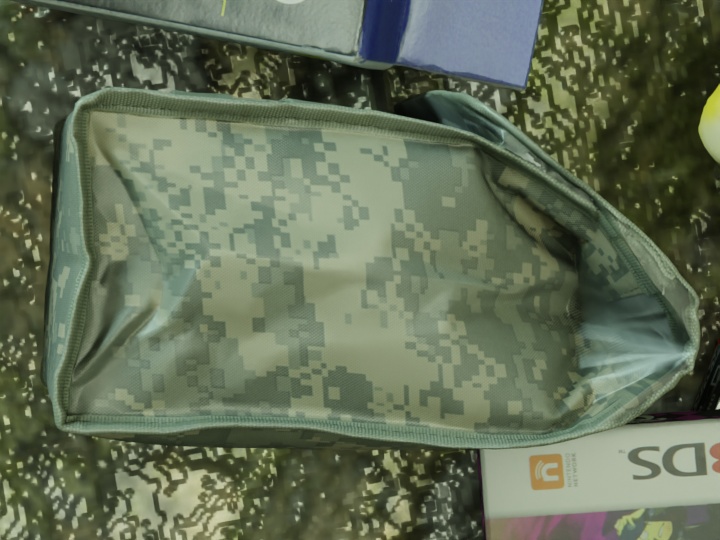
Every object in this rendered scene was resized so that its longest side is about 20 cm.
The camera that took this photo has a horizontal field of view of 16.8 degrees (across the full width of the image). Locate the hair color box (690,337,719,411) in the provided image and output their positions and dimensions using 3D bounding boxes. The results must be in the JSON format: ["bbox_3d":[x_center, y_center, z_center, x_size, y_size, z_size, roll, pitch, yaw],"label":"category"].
[{"bbox_3d":[0.204,0.104,0.850,0.200,0.061,0.102,23,90,1],"label":"hair color box"}]

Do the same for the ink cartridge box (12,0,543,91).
[{"bbox_3d":[-0.026,-0.170,0.769,0.200,0.047,0.198,10,96,1],"label":"ink cartridge box"}]

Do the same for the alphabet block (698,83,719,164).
[{"bbox_3d":[0.263,-0.038,0.751,0.195,0.200,0.196,31,100,-41],"label":"alphabet block"}]

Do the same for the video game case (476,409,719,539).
[{"bbox_3d":[0.134,0.144,0.804,0.181,0.036,0.200,-4,90,2],"label":"video game case"}]

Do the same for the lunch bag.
[{"bbox_3d":[0.000,0.000,0.785,0.200,0.164,0.118,4,91,-8],"label":"lunch bag"}]
